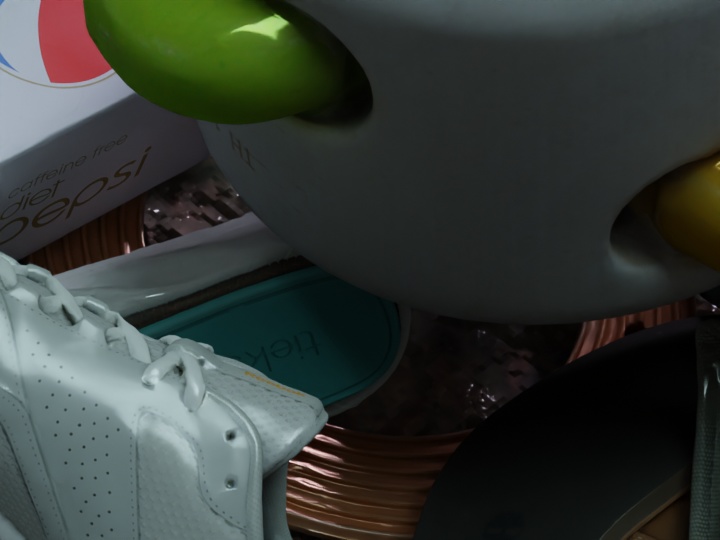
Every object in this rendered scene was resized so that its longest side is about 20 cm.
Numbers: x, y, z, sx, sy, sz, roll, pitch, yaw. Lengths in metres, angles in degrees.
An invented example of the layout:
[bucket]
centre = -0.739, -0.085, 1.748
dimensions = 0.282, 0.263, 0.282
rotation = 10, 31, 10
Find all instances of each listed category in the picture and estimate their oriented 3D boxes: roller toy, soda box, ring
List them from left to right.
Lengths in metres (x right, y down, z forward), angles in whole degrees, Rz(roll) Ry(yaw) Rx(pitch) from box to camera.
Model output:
[soda box]
centre = -0.115, -0.037, 0.774
dimensions = 0.200, 0.064, 0.068
rotation = -30, 71, -36
[ring]
centre = 0.000, 0.000, 0.838
dimensions = 0.200, 0.019, 0.201
rotation = 10, 47, -11
[roller toy]
centre = 0.045, -0.085, 0.713
dimensions = 0.199, 0.140, 0.183
rotation = 4, 51, 8

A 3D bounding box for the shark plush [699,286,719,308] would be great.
[shark plush]
centre = 0.136, -0.004, 0.753
dimensions = 0.200, 0.091, 0.083
rotation = 30, 20, 31

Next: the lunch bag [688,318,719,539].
[lunch bag]
centre = 0.169, 0.116, 0.712
dimensions = 0.163, 0.118, 0.201
rotation = 6, 81, -25

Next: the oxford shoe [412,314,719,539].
[oxford shoe]
centre = 0.054, 0.083, 0.754
dimensions = 0.071, 0.071, 0.200
rotation = 4, 38, 41

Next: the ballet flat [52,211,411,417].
[ballet flat]
centre = -0.086, 0.029, 0.749
dimensions = 0.199, 0.070, 0.070
rotation = -17, 55, -8

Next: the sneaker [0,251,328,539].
[sneaker]
centre = -0.060, 0.031, 0.663
dimensions = 0.200, 0.092, 0.076
rotation = 56, 18, -7
